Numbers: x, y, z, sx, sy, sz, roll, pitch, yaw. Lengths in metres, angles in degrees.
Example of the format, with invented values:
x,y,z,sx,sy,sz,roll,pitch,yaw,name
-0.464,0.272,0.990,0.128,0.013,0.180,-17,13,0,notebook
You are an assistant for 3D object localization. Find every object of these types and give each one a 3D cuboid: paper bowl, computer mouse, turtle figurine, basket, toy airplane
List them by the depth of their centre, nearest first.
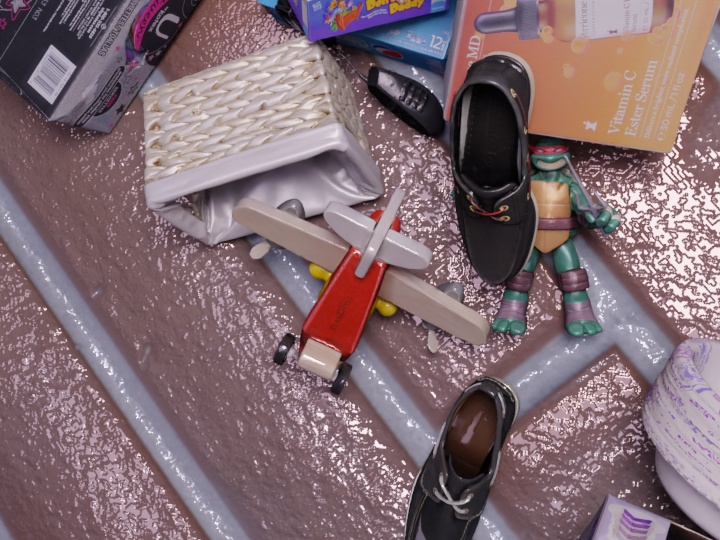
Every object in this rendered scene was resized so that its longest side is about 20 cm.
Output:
x,y,z,sx,sy,sz,roll,pitch,yaw,name
0.317,0.150,0.738,0.200,0.201,0.105,29,112,14,paper bowl
0.167,-0.044,0.840,0.149,0.100,0.201,4,104,33,turtle figurine
0.000,0.000,0.859,0.198,0.141,0.201,-13,116,25,toy airplane
0.004,-0.199,0.891,0.200,0.059,0.034,38,89,-9,computer mouse
-0.095,-0.121,0.891,0.199,0.136,0.124,-15,71,13,basket

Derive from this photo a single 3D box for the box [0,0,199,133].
x,y,z,sx,sy,sz,roll,pitch,yaw,name
-0.272,-0.260,0.954,0.132,0.115,0.200,40,103,13,box

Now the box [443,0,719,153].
x,y,z,sx,sy,sz,roll,pitch,yaw,name
0.178,-0.201,0.790,0.198,0.107,0.153,7,122,0,box

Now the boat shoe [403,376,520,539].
x,y,z,sx,sy,sz,roll,pitch,yaw,name
0.086,0.193,0.862,0.071,0.068,0.201,23,93,13,boat shoe

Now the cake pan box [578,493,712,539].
x,y,z,sx,sy,sz,roll,pitch,yaw,name
0.259,0.271,0.752,0.183,0.201,0.052,22,56,12,cake pan box

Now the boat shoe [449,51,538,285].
x,y,z,sx,sy,sz,roll,pitch,yaw,name
0.106,-0.073,0.767,0.073,0.063,0.203,11,124,23,boat shoe

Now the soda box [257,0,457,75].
x,y,z,sx,sy,sz,roll,pitch,yaw,name
0.006,-0.256,0.913,0.199,0.064,0.068,21,91,15,soda box

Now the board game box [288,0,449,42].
x,y,z,sx,sy,sz,roll,pitch,yaw,name
-0.017,-0.303,0.865,0.134,0.045,0.201,-17,54,-13,board game box
